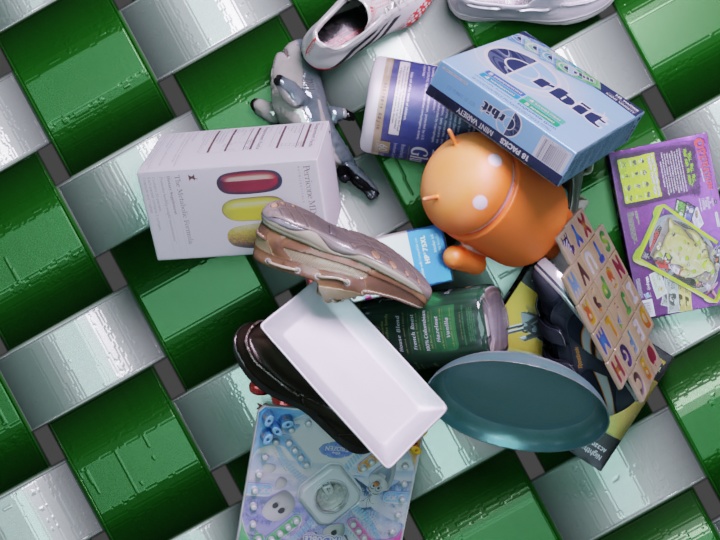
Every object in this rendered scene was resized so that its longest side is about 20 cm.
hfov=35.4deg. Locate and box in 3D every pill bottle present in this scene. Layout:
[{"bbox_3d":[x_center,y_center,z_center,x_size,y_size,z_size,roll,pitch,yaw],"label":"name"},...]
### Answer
[{"bbox_3d":[0.105,-0.173,1.281,0.199,0.111,0.112,10,91,1],"label":"pill bottle"}]

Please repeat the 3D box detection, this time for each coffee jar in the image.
[{"bbox_3d":[0.060,0.069,1.267,0.199,0.104,0.086,-9,90,21],"label":"coffee jar"}]

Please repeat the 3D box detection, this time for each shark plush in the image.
[{"bbox_3d":[-0.038,-0.173,1.310,0.083,0.091,0.200,-39,85,-29],"label":"shark plush"}]

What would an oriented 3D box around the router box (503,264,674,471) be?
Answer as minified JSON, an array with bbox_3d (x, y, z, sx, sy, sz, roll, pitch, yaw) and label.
[{"bbox_3d":[0.235,0.111,1.312,0.199,0.052,0.158,32,91,1],"label":"router box"}]

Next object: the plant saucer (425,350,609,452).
[{"bbox_3d":[0.170,0.140,1.220,0.199,0.201,0.028,16,57,1],"label":"plant saucer"}]

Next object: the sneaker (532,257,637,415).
[{"bbox_3d":[0.232,0.083,1.230,0.079,0.078,0.200,-36,106,3],"label":"sneaker"}]

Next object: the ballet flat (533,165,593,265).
[{"bbox_3d":[0.241,-0.101,1.307,0.063,0.067,0.201,7,94,-29],"label":"ballet flat"}]

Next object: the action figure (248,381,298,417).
[{"bbox_3d":[-0.042,0.151,1.319,0.199,0.099,0.066,15,88,-21],"label":"action figure"}]

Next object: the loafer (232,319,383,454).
[{"bbox_3d":[-0.048,0.115,1.228,0.199,0.071,0.073,35,52,0],"label":"loafer"}]

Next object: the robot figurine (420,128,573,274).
[{"bbox_3d":[0.143,-0.073,1.209,0.144,0.199,0.117,-39,46,26],"label":"robot figurine"}]

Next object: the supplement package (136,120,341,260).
[{"bbox_3d":[-0.130,-0.090,1.258,0.198,0.110,0.114,-4,119,9],"label":"supplement package"}]

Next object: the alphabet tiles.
[{"bbox_3d":[0.270,0.035,1.218,0.006,0.166,0.201,-24,98,32],"label":"alphabet tiles"}]

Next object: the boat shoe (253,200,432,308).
[{"bbox_3d":[-0.021,-0.004,1.192,0.199,0.076,0.072,25,106,-5],"label":"boat shoe"}]

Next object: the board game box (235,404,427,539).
[{"bbox_3d":[-0.033,0.258,1.285,0.199,0.026,0.201,7,102,-18],"label":"board game box"}]

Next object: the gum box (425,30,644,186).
[{"bbox_3d":[0.188,-0.177,1.188,0.170,0.200,0.045,38,124,17],"label":"gum box"}]

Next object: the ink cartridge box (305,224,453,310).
[{"bbox_3d":[0.000,0.000,1.283,0.199,0.116,0.068,-12,91,1],"label":"ink cartridge box"}]

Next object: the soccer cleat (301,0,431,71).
[{"bbox_3d":[0.018,-0.299,1.286,0.200,0.085,0.069,-36,90,-10],"label":"soccer cleat"}]

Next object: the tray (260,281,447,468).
[{"bbox_3d":[-0.008,0.106,1.192,0.200,0.022,0.107,48,57,5],"label":"tray"}]

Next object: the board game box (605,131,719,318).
[{"bbox_3d":[0.364,-0.051,1.320,0.119,0.032,0.201,-11,91,5],"label":"board game box"}]

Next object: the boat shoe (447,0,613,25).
[{"bbox_3d":[0.201,-0.326,1.299,0.198,0.069,0.073,3,91,1],"label":"boat shoe"}]
